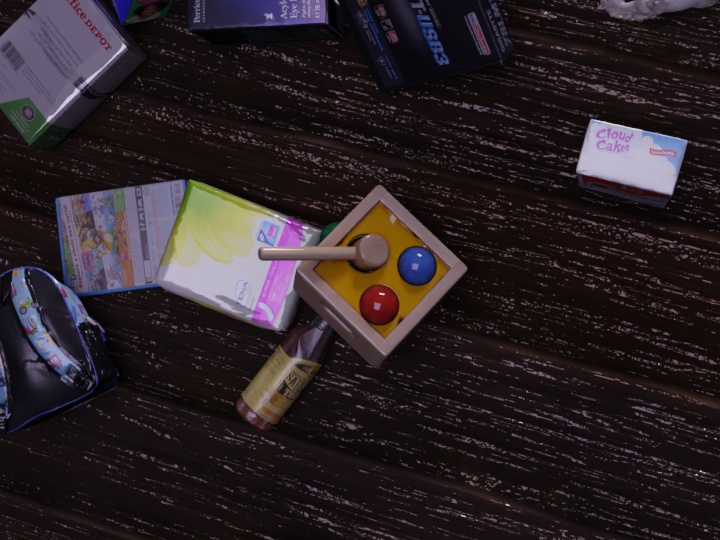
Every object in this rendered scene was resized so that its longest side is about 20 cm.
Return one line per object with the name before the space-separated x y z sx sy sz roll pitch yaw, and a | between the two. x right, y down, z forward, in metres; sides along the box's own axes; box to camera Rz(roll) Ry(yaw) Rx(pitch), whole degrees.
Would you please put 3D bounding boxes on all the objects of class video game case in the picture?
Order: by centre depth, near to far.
video game case | -0.330 -0.044 1.674 0.197 0.018 0.145 -7 89 12

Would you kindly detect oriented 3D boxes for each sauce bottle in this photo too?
sauce bottle | -0.088 0.123 1.597 0.066 0.066 0.201 39 99 9

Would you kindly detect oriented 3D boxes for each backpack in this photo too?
backpack | -0.447 0.101 1.638 0.181 0.134 0.202 -26 85 11

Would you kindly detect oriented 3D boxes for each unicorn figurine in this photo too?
unicorn figurine | 0.385 -0.351 1.479 0.197 0.137 0.075 3 80 -3

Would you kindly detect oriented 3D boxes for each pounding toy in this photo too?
pounding toy | 0.000 0.000 1.499 0.200 0.142 0.184 43 76 5

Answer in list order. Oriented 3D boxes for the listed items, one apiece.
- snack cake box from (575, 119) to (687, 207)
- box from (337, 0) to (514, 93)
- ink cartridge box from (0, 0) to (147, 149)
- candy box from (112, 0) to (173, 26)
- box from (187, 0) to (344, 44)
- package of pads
snack cake box | 0.327 -0.127 1.441 0.114 0.200 0.068 16 93 11
box | 0.070 -0.338 1.491 0.197 0.050 0.201 -6 121 39
ink cartridge box | -0.420 -0.291 1.659 0.200 0.084 0.147 -40 83 9
candy box | -0.298 -0.447 1.575 0.076 0.200 0.171 -20 85 -23
box | -0.126 -0.387 1.587 0.197 0.104 0.150 -1 90 11
package of pads | -0.164 -0.016 1.605 0.198 0.068 0.156 22 94 4
